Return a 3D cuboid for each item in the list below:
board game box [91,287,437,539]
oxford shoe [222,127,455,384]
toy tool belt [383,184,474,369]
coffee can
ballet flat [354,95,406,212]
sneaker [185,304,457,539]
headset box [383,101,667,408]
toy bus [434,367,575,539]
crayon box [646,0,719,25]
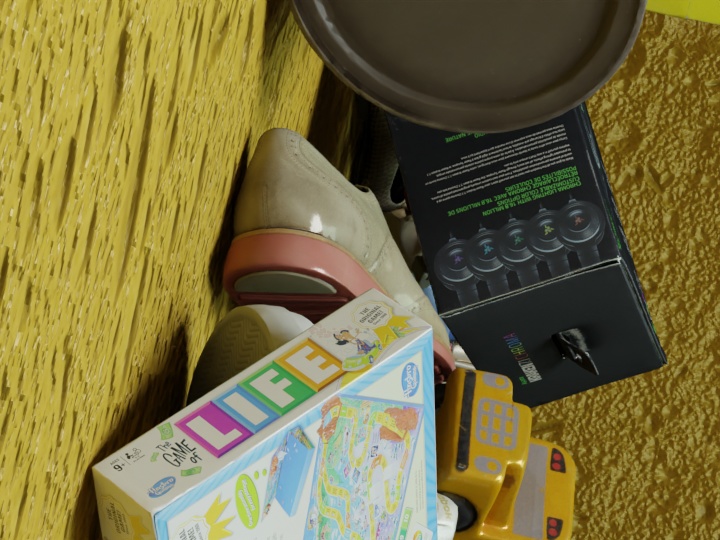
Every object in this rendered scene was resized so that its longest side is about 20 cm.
[{"bbox_3d":[-0.029,0.120,0.890,0.134,0.034,0.201,-32,138,-31],"label":"board game box"},{"bbox_3d":[0.000,0.000,1.037,0.200,0.070,0.075,51,39,-64],"label":"oxford shoe"},{"bbox_3d":[0.063,0.009,1.381,0.125,0.122,0.201,-109,-148,-44],"label":"toy tool belt"},{"bbox_3d":[0.059,-0.171,0.988,0.200,0.146,0.147,-70,171,-53],"label":"coffee can"},{"bbox_3d":[0.025,-0.077,1.375,0.200,0.046,0.068,91,14,-65],"label":"ballet flat"},{"bbox_3d":[-0.012,0.086,0.976,0.201,0.115,0.074,105,-28,-43],"label":"sneaker"},{"bbox_3d":[0.077,-0.040,1.179,0.174,0.092,0.201,55,20,-66],"label":"headset box"},{"bbox_3d":[0.045,0.131,1.105,0.200,0.078,0.065,112,-10,-49],"label":"toy bus"},{"bbox_3d":[0.130,-0.214,1.310,0.127,0.199,0.051,99,8,-45],"label":"crayon box"}]
